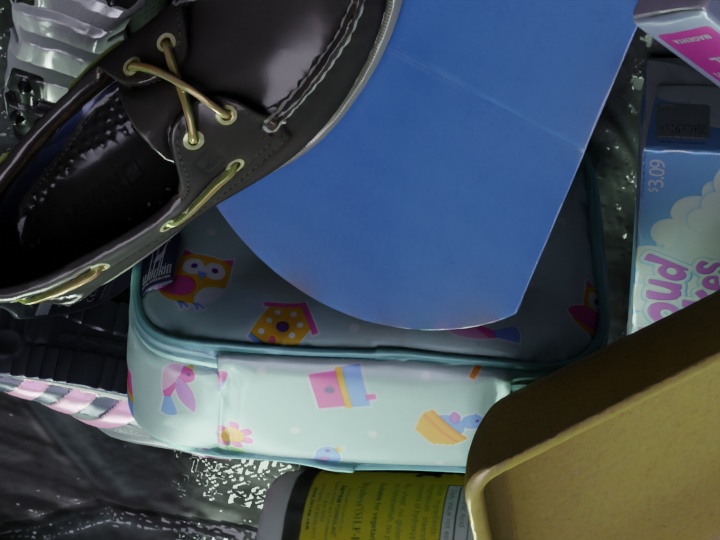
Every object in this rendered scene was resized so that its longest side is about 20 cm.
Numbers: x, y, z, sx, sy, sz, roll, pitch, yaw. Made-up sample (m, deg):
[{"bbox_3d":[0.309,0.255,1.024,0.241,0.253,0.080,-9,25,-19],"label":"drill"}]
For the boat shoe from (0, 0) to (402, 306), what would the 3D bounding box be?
[{"bbox_3d":[-0.067,-0.052,0.681,0.201,0.061,0.072,-40,86,26],"label":"boat shoe"}]

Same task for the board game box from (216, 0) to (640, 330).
[{"bbox_3d":[0.020,-0.081,0.692,0.158,0.039,0.201,29,114,19],"label":"board game box"}]

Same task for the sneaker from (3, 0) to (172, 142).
[{"bbox_3d":[-0.098,-0.125,0.729,0.066,0.091,0.200,19,147,1],"label":"sneaker"}]

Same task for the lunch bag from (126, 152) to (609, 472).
[{"bbox_3d":[0.000,0.000,0.781,0.199,0.161,0.077,5,136,0],"label":"lunch bag"}]

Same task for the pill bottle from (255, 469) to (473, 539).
[{"bbox_3d":[0.054,0.156,0.932,0.199,0.112,0.112,1,131,11],"label":"pill bottle"}]

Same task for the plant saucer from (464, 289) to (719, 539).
[{"bbox_3d":[0.128,0.080,0.746,0.199,0.049,0.200,-25,140,-11],"label":"plant saucer"}]

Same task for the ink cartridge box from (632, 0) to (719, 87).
[{"bbox_3d":[0.191,-0.090,0.667,0.200,0.120,0.042,32,163,-32],"label":"ink cartridge box"}]

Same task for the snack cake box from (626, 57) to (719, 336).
[{"bbox_3d":[0.171,0.011,0.812,0.114,0.067,0.201,3,131,8],"label":"snack cake box"}]

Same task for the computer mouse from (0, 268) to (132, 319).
[{"bbox_3d":[-0.176,-0.009,0.824,0.199,0.034,0.059,-2,133,-43],"label":"computer mouse"}]

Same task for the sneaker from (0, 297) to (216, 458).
[{"bbox_3d":[-0.139,0.047,0.909,0.199,0.070,0.082,18,147,5],"label":"sneaker"}]
